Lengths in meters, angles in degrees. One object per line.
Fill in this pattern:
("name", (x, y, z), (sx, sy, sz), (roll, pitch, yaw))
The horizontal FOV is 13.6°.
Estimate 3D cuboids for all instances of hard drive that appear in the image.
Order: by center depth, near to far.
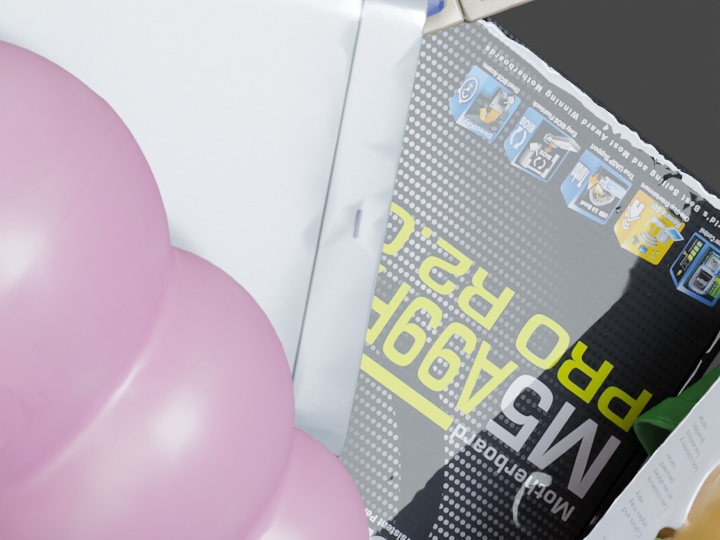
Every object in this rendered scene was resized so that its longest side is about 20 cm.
("hard drive", (-0.090, -0.030, 0.817), (0.199, 0.027, 0.133), (10, 96, -12))

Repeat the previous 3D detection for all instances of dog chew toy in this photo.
("dog chew toy", (-0.075, 0.035, 0.758), (0.125, 0.124, 0.200), (-47, 112, -6))

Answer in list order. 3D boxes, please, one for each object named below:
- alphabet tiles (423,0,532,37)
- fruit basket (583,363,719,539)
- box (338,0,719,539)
("alphabet tiles", (-0.028, -0.137, 0.841), (0.199, 0.006, 0.167), (-20, 94, -8))
("fruit basket", (0.105, 0.117, 0.858), (0.200, 0.094, 0.186), (-47, 129, -15))
("box", (0.000, 0.000, 0.879), (0.200, 0.044, 0.161), (37, 84, -11))
